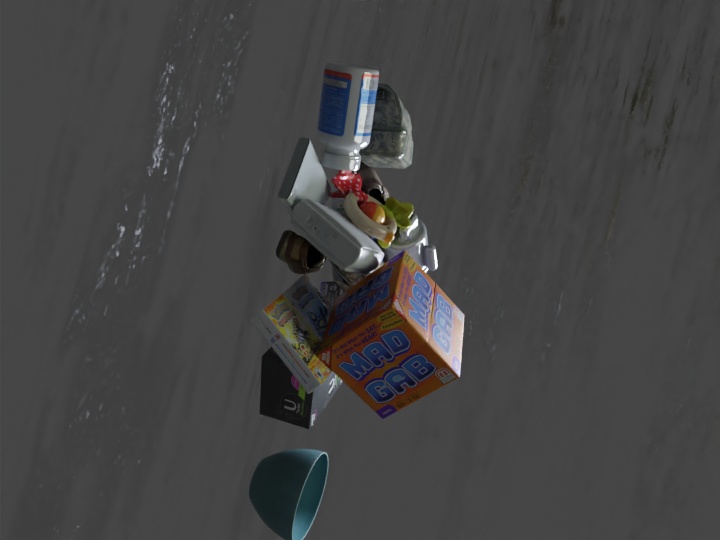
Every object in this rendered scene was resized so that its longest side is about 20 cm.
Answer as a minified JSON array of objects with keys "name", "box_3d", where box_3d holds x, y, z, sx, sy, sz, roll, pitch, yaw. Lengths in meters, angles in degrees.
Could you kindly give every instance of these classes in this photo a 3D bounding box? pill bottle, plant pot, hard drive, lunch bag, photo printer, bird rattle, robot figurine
[{"name":"pill bottle","box_3d":[-0.030,-0.310,1.292,0.112,0.111,0.202,-41,143,-66]},{"name":"plant pot","box_3d":[-0.170,0.488,1.433,0.200,0.133,0.202,13,90,-75]},{"name":"hard drive","box_3d":[-0.109,-0.160,1.298,0.200,0.026,0.133,65,40,-68]},{"name":"lunch bag","box_3d":[0.057,-0.342,1.529,0.200,0.138,0.170,2,95,-78]},{"name":"photo printer","box_3d":[-0.039,-0.063,1.284,0.070,0.166,0.200,-51,165,7]},{"name":"lunch bag","box_3d":[0.000,0.000,1.477,0.201,0.117,0.164,64,6,25]},{"name":"bird rattle","box_3d":[0.020,-0.134,1.369,0.113,0.200,0.164,-43,-159,22]},{"name":"robot figurine","box_3d":[0.106,-0.050,1.532,0.113,0.168,0.201,-49,145,-30]}]

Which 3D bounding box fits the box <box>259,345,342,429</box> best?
[{"name":"box","box_3d":[-0.121,0.218,1.396,0.200,0.123,0.150,-45,145,-62]}]

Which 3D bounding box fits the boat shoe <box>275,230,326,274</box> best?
[{"name":"boat shoe","box_3d":[-0.108,-0.026,1.319,0.200,0.073,0.076,28,80,-74]}]

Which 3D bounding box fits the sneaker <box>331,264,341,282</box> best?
[{"name":"sneaker","box_3d":[-0.014,-0.038,1.656,0.114,0.075,0.202,64,40,-64]}]

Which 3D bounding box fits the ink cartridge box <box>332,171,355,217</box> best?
[{"name":"ink cartridge box","box_3d":[-0.031,-0.180,1.567,0.161,0.049,0.202,71,17,-64]}]

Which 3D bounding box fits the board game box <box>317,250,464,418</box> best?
[{"name":"board game box","box_3d":[0.068,0.128,1.288,0.199,0.200,0.201,-35,-161,28]}]

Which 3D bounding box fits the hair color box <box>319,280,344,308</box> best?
[{"name":"hair color box","box_3d":[-0.029,0.107,1.613,0.200,0.064,0.111,34,58,-55]}]

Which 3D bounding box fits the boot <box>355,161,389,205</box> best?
[{"name":"boot","box_3d":[0.039,-0.167,1.532,0.201,0.070,0.147,55,8,-40]}]

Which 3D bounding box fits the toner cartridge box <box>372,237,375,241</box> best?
[{"name":"toner cartridge box","box_3d":[0.065,-0.014,1.673,0.095,0.043,0.202,-53,136,-54]}]

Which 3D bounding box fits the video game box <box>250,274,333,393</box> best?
[{"name":"video game box","box_3d":[-0.108,0.120,1.285,0.047,0.183,0.200,-38,-176,28]}]
